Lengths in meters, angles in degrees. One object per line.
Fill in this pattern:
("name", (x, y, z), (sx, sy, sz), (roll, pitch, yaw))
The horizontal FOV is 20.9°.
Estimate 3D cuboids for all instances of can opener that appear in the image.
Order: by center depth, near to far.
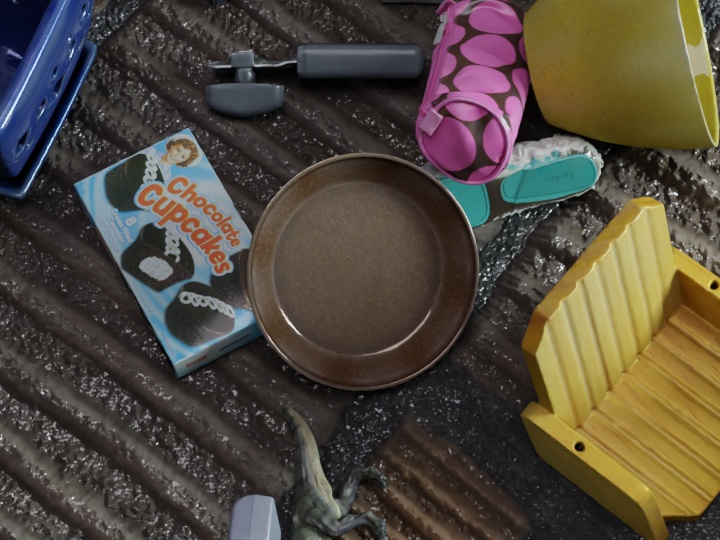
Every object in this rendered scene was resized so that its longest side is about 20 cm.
("can opener", (-0.041, -0.173, 1.775), (0.199, 0.053, 0.067), (0, 97, 2))

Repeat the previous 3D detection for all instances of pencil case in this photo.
("pencil case", (0.097, -0.161, 1.695), (0.094, 0.091, 0.200), (38, 32, -17))

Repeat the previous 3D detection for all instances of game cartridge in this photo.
("game cartridge", (-0.087, 0.283, 1.510), (0.040, 0.133, 0.201), (4, 65, -1))

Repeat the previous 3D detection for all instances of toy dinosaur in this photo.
("toy dinosaur", (-0.022, 0.196, 1.598), (0.088, 0.047, 0.201), (-6, 62, 7))

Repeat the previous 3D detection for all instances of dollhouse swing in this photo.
("dollhouse swing", (0.245, 0.075, 1.570), (0.182, 0.176, 0.200), (37, 71, 18))

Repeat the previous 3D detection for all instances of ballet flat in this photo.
("ballet flat", (0.113, -0.079, 1.716), (0.199, 0.072, 0.072), (-11, 65, -5))

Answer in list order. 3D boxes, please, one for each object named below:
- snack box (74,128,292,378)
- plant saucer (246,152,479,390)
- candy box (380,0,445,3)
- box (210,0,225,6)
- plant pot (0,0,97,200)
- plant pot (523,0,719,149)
("snack box", (-0.155, -0.017, 1.704), (0.116, 0.037, 0.200), (-27, 67, -11))
("plant saucer", (0.000, 0.000, 1.652), (0.200, 0.037, 0.201), (-1, 96, -11))
("candy box", (0.051, -0.365, 1.767), (0.071, 0.200, 0.168), (1, 65, 3))
("box", (-0.148, -0.388, 1.788), (0.123, 0.200, 0.199), (-33, 69, -13))
("plant pot", (-0.348, -0.183, 1.711), (0.199, 0.180, 0.200), (19, 67, 10))
("plant pot", (0.222, -0.192, 1.700), (0.142, 0.200, 0.201), (-10, 64, 16))
